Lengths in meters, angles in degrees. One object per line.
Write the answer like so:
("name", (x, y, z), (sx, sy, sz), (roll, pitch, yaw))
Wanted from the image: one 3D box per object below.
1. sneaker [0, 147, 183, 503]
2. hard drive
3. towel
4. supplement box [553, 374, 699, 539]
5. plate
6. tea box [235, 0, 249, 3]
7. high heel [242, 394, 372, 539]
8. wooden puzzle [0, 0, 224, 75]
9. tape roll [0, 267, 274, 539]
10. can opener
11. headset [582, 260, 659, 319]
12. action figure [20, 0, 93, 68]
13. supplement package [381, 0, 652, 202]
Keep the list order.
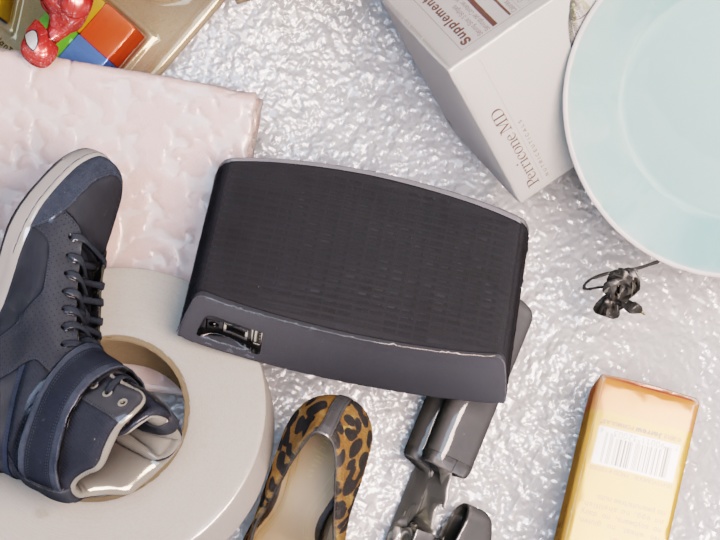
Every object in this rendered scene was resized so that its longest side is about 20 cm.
("sneaker", (-0.150, 0.036, 1.172), (0.146, 0.077, 0.203), (17, 75, 28))
("hard drive", (0.000, 0.000, 1.220), (0.199, 0.042, 0.136), (12, 59, -1))
("towel", (-0.166, -0.030, 1.291), (0.190, 0.032, 0.201), (9, 92, 5))
("supplement box", (0.149, 0.169, 1.228), (0.068, 0.067, 0.201), (16, 82, 4))
("plate", (0.216, -0.096, 1.173), (0.199, 0.026, 0.202), (2, 101, 11))
("tea box", (-0.010, -0.293, 1.247), (0.199, 0.134, 0.198), (-19, 78, -35))
("high heel", (-0.045, 0.170, 1.204), (0.071, 0.143, 0.201), (19, 82, 7))
("wooden puzzle", (-0.184, -0.207, 1.333), (0.185, 0.046, 0.200), (41, 85, 11))
("tape roll", (-0.151, 0.094, 1.214), (0.201, 0.037, 0.204), (-3, 63, 6))
("can opener", (0.065, 0.114, 1.261), (0.067, 0.053, 0.201), (27, 81, -24))
("headset", (0.200, -0.056, 1.249), (0.123, 0.094, 0.200), (32, 76, 10))
("action figure", (-0.172, -0.221, 1.280), (0.051, 0.065, 0.201), (18, 80, -14))
("supplement package", (0.133, -0.160, 1.240), (0.199, 0.117, 0.117), (-35, 38, -1))
